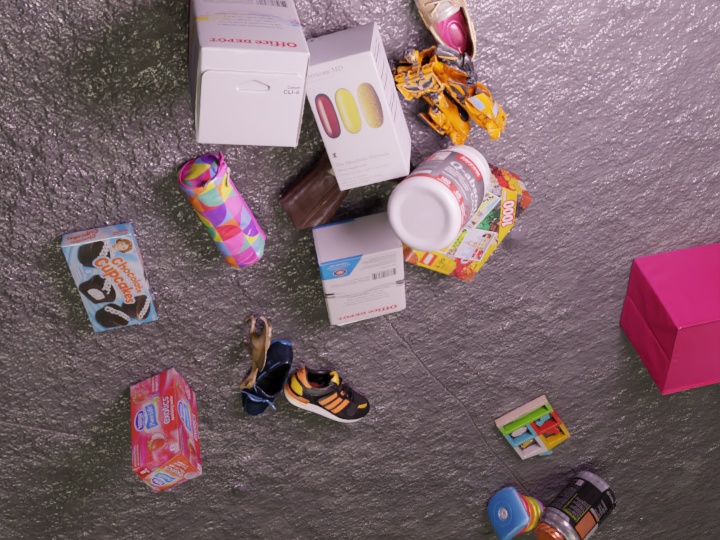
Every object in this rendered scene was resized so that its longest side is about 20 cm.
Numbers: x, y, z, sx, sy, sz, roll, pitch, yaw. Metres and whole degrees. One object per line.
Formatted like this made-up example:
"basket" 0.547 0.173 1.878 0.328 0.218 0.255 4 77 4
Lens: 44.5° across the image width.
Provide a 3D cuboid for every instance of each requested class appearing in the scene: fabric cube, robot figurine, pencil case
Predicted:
"fabric cube" 0.661 0.096 1.759 0.194 0.200 0.202 -11 133 -7
"robot figurine" 0.133 -0.269 1.355 0.144 0.059 0.199 -10 147 42
"pencil case" -0.221 -0.096 1.433 0.087 0.089 0.201 -20 134 3

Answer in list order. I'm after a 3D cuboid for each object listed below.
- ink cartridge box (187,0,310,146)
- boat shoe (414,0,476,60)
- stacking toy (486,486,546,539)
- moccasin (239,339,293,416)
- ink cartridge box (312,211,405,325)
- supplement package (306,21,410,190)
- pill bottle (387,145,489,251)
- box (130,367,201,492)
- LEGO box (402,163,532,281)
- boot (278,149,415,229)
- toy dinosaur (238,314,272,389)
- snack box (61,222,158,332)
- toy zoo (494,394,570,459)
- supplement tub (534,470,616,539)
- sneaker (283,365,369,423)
"ink cartridge box" -0.159 -0.284 1.203 0.143 0.201 0.146 0 131 -14
"boat shoe" 0.121 -0.385 1.278 0.073 0.070 0.200 -31 131 13
"stacking toy" 0.427 0.615 2.232 0.198 0.110 0.116 11 130 -38
"moccasin" -0.188 0.223 1.730 0.080 0.069 0.201 8 128 -21
"ink cartridge box" 0.000 0.000 1.548 0.144 0.085 0.201 -12 147 -4
"supplement package" -0.005 -0.239 1.290 0.112 0.110 0.201 -12 125 13
"pill bottle" 0.127 -0.118 1.353 0.115 0.200 0.117 11 119 21
"box" -0.368 0.299 1.659 0.099 0.201 0.096 -22 134 6
"LEGO box" 0.180 -0.093 1.545 0.148 0.078 0.201 16 125 -27
"boot" -0.017 -0.129 1.470 0.185 0.064 0.200 32 114 -20
"toy dinosaur" -0.184 0.133 1.630 0.057 0.102 0.201 5 129 -18
"snack box" -0.425 0.014 1.505 0.115 0.037 0.202 -11 132 -6
"toy zoo" 0.409 0.376 2.059 0.130 0.021 0.200 -30 132 11
"supplement tub" 0.527 0.603 2.170 0.199 0.122 0.123 -38 138 -24
"sneaker" -0.053 0.248 1.787 0.198 0.070 0.090 19 127 -26
